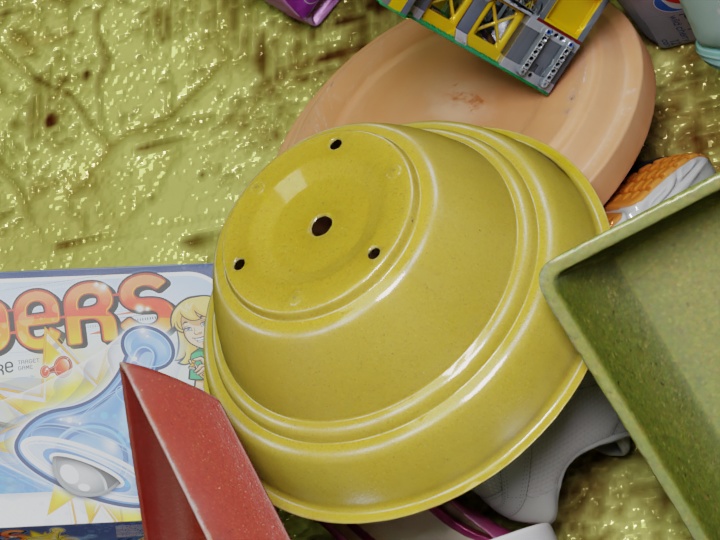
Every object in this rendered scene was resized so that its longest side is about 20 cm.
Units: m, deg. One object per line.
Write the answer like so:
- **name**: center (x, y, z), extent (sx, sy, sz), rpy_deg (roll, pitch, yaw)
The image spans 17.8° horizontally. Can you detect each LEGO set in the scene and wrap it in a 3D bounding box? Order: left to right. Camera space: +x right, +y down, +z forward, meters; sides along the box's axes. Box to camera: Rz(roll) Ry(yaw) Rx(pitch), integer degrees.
- **LEGO set**: center (0.044, -0.179, 1.055), extent (0.116, 0.154, 0.200), rpy_deg (-57, 27, 11)

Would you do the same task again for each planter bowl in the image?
- **planter bowl**: center (0.000, 0.000, 0.972), extent (0.200, 0.083, 0.200), rpy_deg (-17, 52, 22)

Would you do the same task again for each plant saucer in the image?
- **plant saucer**: center (-0.043, 0.158, 0.979), extent (0.037, 0.200, 0.200), rpy_deg (-22, 60, -15)
- **plant saucer**: center (0.042, -0.066, 1.088), extent (0.200, 0.032, 0.200), rpy_deg (-21, 40, 19)
- **plant saucer**: center (0.202, 0.021, 0.944), extent (0.200, 0.200, 0.048), rpy_deg (-28, 25, 12)

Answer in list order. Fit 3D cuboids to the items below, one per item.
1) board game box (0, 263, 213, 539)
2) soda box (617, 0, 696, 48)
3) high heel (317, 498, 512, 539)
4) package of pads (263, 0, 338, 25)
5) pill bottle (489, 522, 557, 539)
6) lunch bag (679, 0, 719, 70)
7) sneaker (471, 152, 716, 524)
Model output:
- **board game box**: center (-0.156, 0.066, 1.112), extent (0.200, 0.034, 0.135), rpy_deg (-3, 64, -5)
- **soda box**: center (0.160, -0.212, 1.118), extent (0.070, 0.063, 0.200), rpy_deg (-10, 64, 22)
- **high heel**: center (0.028, 0.124, 1.004), extent (0.067, 0.096, 0.200), rpy_deg (-52, 54, 21)
- **package of pads**: center (-0.092, -0.218, 1.207), extent (0.200, 0.121, 0.076), rpy_deg (35, 86, 34)
- **pill bottle**: center (0.073, 0.208, 0.911), extent (0.112, 0.112, 0.200), rpy_deg (-25, 79, 14)
- **lunch bag**: center (0.238, -0.146, 0.981), extent (0.200, 0.077, 0.160), rpy_deg (-33, 26, -22)
- **sneaker**: center (0.105, 0.031, 1.040), extent (0.200, 0.092, 0.076), rpy_deg (-46, 17, -22)
